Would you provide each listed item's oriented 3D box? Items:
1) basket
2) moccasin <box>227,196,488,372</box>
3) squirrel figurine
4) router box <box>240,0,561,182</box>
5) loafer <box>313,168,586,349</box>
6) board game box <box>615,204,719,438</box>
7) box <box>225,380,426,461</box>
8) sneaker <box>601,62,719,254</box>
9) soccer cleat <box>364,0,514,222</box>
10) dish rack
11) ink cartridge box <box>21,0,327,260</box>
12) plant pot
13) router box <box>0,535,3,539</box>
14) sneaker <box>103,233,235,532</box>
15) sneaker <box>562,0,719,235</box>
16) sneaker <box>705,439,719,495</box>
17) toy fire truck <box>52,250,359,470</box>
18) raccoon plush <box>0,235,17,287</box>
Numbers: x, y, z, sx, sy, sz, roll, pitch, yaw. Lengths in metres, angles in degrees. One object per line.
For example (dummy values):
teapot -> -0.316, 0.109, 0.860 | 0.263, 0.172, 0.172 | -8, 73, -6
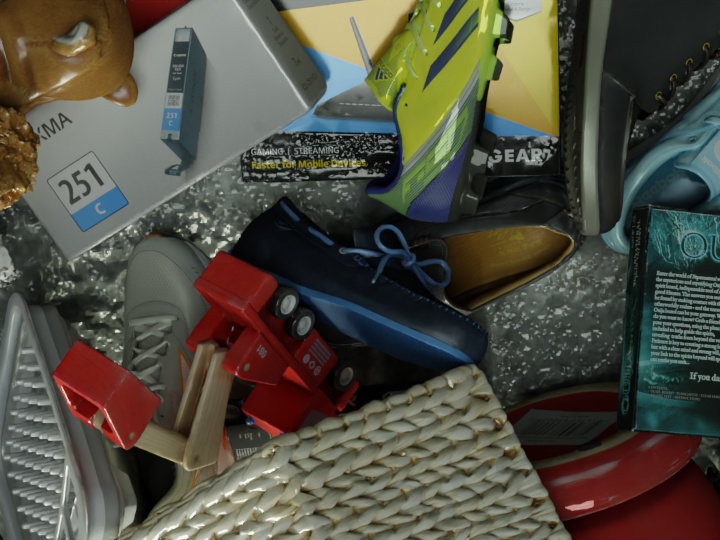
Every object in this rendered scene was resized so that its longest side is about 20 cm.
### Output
basket -> -0.009, 0.176, 1.310 | 0.200, 0.197, 0.162 | -33, 78, 43
moccasin -> 0.000, 0.000, 1.391 | 0.068, 0.199, 0.081 | -57, 145, -12
squirrel figurine -> -0.224, -0.102, 1.320 | 0.185, 0.142, 0.202 | -1, 66, 8
router box -> 0.022, -0.133, 1.398 | 0.198, 0.051, 0.150 | -2, 111, 4
loafer -> 0.051, -0.001, 1.437 | 0.199, 0.072, 0.073 | -28, 109, 13
board game box -> 0.254, 0.037, 1.381 | 0.198, 0.028, 0.137 | 6, 86, -17
box -> -0.019, 0.179, 1.523 | 0.159, 0.044, 0.202 | -7, 110, 4
sneaker -> 0.227, -0.076, 1.399 | 0.074, 0.082, 0.200 | 41, 107, -14
soccer cleat -> 0.045, -0.125, 1.339 | 0.083, 0.065, 0.202 | 11, 109, 7
dish rack -> -0.187, 0.130, 1.427 | 0.043, 0.201, 0.172 | -6, 137, -23
ink cartridge box -> -0.148, -0.128, 1.380 | 0.199, 0.045, 0.177 | -30, 100, 25
plant pot -> 0.141, 0.182, 1.438 | 0.199, 0.201, 0.184 | -16, 105, 8
router box -> -0.286, 0.182, 1.472 | 0.052, 0.157, 0.201 | -23, 108, 10
sneaker -> -0.124, 0.076, 1.432 | 0.075, 0.092, 0.202 | -9, 86, 26
sneaker -> 0.181, -0.118, 1.364 | 0.105, 0.075, 0.202 | 6, 89, -4
sneaker -> 0.291, 0.089, 1.469 | 0.081, 0.075, 0.201 | 25, 110, -17
toy fire truck -> -0.087, 0.069, 1.379 | 0.141, 0.049, 0.200 | -54, 142, -14
raccoon plush -> -0.290, -0.010, 1.387 | 0.133, 0.200, 0.097 | -24, 92, -11
